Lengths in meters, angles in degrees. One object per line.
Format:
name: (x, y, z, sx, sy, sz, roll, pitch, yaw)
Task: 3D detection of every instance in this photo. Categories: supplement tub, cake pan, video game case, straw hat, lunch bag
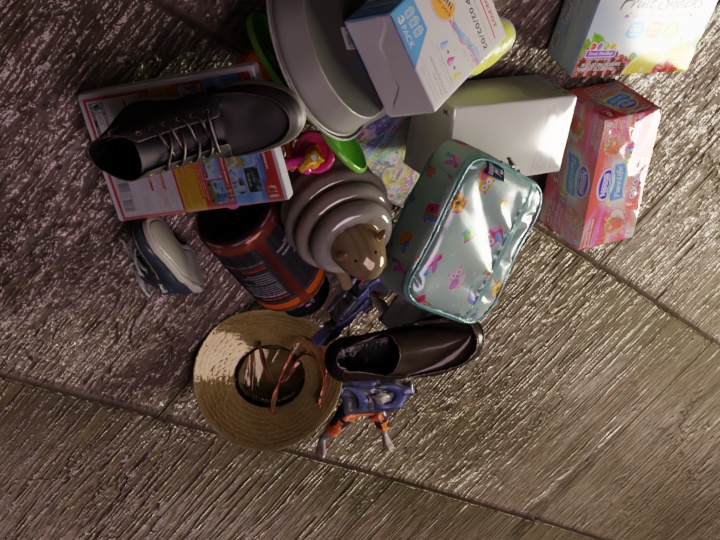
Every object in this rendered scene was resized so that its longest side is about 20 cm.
supplement tub: (-0.108, -0.020, 1.376, 0.107, 0.107, 0.200, -36, 141, 1)
cake pan: (-0.027, -0.234, 1.164, 0.036, 0.202, 0.200, -13, 149, 27)
video game case: (-0.179, -0.128, 1.168, 0.198, 0.017, 0.144, -6, 115, 19)
video game case: (0.059, -0.151, 1.435, 0.199, 0.018, 0.143, 20, 116, -44)
straw hat: (-0.119, 0.139, 1.535, 0.201, 0.201, 0.085, -42, -177, 8)
lunch bag: (0.124, -0.044, 1.339, 0.160, 0.077, 0.201, 22, 98, -39)

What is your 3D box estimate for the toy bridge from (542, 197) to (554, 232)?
toy bridge: (0.213, -0.085, 1.600, 0.199, 0.027, 0.068, -2, 127, -34)

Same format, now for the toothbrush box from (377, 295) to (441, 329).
toothbrush box: (0.112, 0.032, 1.515, 0.147, 0.085, 0.200, -51, 173, 5)

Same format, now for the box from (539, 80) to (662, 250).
box: (0.322, -0.142, 1.549, 0.102, 0.095, 0.201, -13, 127, -26)

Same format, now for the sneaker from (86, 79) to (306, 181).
sneaker: (-0.155, -0.125, 1.089, 0.198, 0.106, 0.075, -5, 116, 18)

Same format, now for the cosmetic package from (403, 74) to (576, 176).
cosmetic package: (0.161, -0.174, 1.409, 0.199, 0.085, 0.108, -9, 123, -33)

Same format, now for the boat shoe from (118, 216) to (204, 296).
boat shoe: (-0.229, -0.011, 1.299, 0.061, 0.076, 0.200, -17, 170, 2)

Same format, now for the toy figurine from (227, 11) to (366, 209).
toy figurine: (-0.120, -0.138, 1.221, 0.183, 0.201, 0.150, -35, -177, 19)

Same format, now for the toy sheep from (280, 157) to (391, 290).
toy sheep: (-0.029, -0.066, 1.283, 0.137, 0.200, 0.139, -22, 142, -19)

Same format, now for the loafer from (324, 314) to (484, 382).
loafer: (0.055, 0.102, 1.381, 0.198, 0.074, 0.071, -13, 180, 0)

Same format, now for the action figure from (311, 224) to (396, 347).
action figure: (0.000, 0.000, 1.429, 0.200, 0.105, 0.193, -44, 158, 7)

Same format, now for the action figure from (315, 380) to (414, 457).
action figure: (-0.028, 0.179, 1.653, 0.198, 0.105, 0.195, 4, 124, -5)

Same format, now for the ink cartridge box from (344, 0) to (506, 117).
ink cartridge box: (0.082, -0.265, 1.206, 0.200, 0.067, 0.116, -49, 123, -36)

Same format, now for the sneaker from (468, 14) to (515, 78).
sneaker: (0.098, -0.241, 1.318, 0.199, 0.076, 0.076, -23, 116, -17)

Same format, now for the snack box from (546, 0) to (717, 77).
snack box: (0.349, -0.332, 1.424, 0.198, 0.068, 0.170, -8, 133, -30)
